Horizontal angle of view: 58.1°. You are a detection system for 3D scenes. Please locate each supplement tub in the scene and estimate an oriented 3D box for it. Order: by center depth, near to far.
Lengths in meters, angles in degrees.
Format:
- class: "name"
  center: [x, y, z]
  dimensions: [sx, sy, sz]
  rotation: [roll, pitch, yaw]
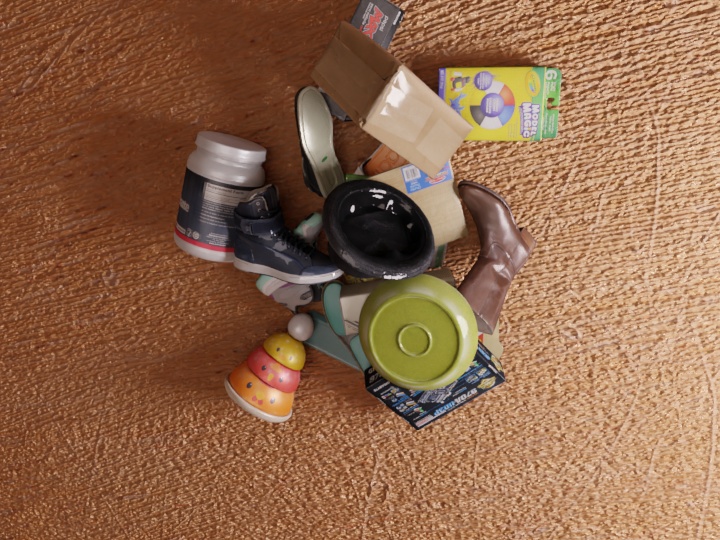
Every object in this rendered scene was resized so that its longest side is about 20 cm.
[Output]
- class: "supplement tub"
  center: [-0.247, -0.130, 1.151]
  dimensions: [0.138, 0.140, 0.204]
  rotation: [18, 107, 7]

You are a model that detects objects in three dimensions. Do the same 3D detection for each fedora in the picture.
- class: "fedora"
  center: [0.018, -0.048, 1.029]
  dimensions: [0.200, 0.201, 0.092]
  rotation: [42, 138, -1]

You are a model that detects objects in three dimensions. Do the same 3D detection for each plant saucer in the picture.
- class: "plant saucer"
  center: [0.088, 0.106, 1.034]
  dimensions: [0.195, 0.031, 0.205]
  rotation: [4, 108, 13]
- class: "plant saucer"
  center: [-0.019, 0.149, 1.235]
  dimensions: [0.197, 0.019, 0.071]
  rotation: [26, 107, 6]

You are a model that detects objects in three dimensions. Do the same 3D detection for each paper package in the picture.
- class: "paper package"
  center: [0.046, -0.259, 0.988]
  dimensions: [0.104, 0.198, 0.191]
  rotation: [-51, 47, 15]

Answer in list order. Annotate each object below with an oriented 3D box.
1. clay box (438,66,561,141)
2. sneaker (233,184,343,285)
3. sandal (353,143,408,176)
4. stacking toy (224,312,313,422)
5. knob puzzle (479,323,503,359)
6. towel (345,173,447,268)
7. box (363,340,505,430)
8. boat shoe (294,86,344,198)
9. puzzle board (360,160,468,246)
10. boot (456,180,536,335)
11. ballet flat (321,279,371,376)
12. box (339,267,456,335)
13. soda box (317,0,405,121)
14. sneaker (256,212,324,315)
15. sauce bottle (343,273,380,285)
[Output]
- class: "clay box"
  center: [0.226, -0.272, 1.060]
  dimensions: [0.195, 0.048, 0.118]
  rotation: [3, 105, 13]
- class: "sneaker"
  center: [-0.122, -0.062, 1.077]
  dimensions: [0.198, 0.077, 0.149]
  rotation: [10, 115, 12]
- class: "sandal"
  center: [0.026, -0.163, 1.125]
  dimensions: [0.079, 0.059, 0.208]
  rotation: [37, 109, 2]
- class: "stacking toy"
  center: [-0.153, 0.166, 1.217]
  dimensions: [0.144, 0.146, 0.202]
  rotation: [31, 97, 3]
- class: "knob puzzle"
  center: [0.161, 0.137, 1.182]
  dimensions: [0.214, 0.031, 0.225]
  rotation: [2, 106, 6]
- class: "towel"
  center: [0.060, -0.085, 1.115]
  dimensions: [0.195, 0.031, 0.152]
  rotation: [6, 108, -10]
- class: "box"
  center: [0.128, 0.183, 1.125]
  dimensions: [0.199, 0.046, 0.159]
  rotation: [-35, 124, 22]
- class: "boat shoe"
  center: [-0.083, -0.215, 1.103]
  dimensions: [0.067, 0.071, 0.203]
  rotation: [26, 142, 39]
- class: "puzzle board"
  center: [0.071, -0.098, 1.088]
  dimensions: [0.196, 0.017, 0.153]
  rotation: [-19, 110, -1]
- class: "boot"
  center: [0.187, -0.019, 1.054]
  dimensions: [0.186, 0.064, 0.202]
  rotation: [40, 69, -13]
- class: "ballet flat"
  center: [-0.010, 0.109, 1.184]
  dimensions: [0.070, 0.071, 0.202]
  rotation: [-29, 92, 17]
- class: "box"
  center: [0.065, 0.051, 1.102]
  dimensions: [0.195, 0.082, 0.070]
  rotation: [-10, 102, 4]
- class: "soda box"
  center: [-0.004, -0.355, 1.082]
  dimensions: [0.070, 0.063, 0.202]
  rotation: [30, 107, 4]
- class: "sneaker"
  center: [-0.089, 0.000, 1.183]
  dimensions: [0.139, 0.078, 0.201]
  rotation: [39, 124, -2]
- class: "sauce bottle"
  center: [0.000, 0.000, 1.168]
  dimensions: [0.064, 0.065, 0.203]
  rotation: [-27, 97, 17]
